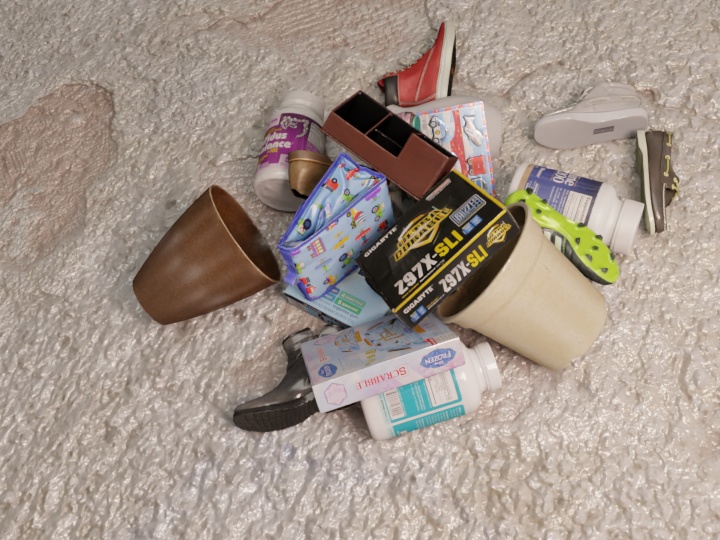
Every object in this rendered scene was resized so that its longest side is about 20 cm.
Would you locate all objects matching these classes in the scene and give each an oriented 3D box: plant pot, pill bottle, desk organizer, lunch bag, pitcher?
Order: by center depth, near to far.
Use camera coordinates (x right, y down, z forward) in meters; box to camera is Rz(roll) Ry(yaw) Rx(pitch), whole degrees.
[{"bbox_3d":[0.238,0.039,1.069,0.183,0.200,0.202,36,68,-10],"label":"plant pot"},{"bbox_3d":[0.098,0.164,1.082,0.198,0.111,0.112,-17,59,1],"label":"pill bottle"},{"bbox_3d":[0.044,-0.191,1.142,0.199,0.072,0.077,37,108,13],"label":"desk organizer"},{"bbox_3d":[-0.043,-0.049,1.155,0.094,0.151,0.200,31,70,26],"label":"lunch bag"},{"bbox_3d":[0.332,-0.092,1.182,0.198,0.111,0.112,19,65,20],"label":"pill bottle"},{"bbox_3d":[-0.263,-0.004,1.226,0.199,0.187,0.188,-35,59,7],"label":"plant pot"},{"bbox_3d":[0.138,-0.247,1.313,0.197,0.123,0.172,3,21,2],"label":"pitcher"},{"bbox_3d":[-0.120,-0.217,1.341,0.111,0.113,0.202,2,61,12],"label":"pill bottle"}]

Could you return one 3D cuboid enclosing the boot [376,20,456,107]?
[{"bbox_3d":[0.107,-0.388,1.422,0.142,0.073,0.202,5,65,16],"label":"boot"}]

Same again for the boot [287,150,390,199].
[{"bbox_3d":[-0.036,-0.146,1.275,0.198,0.073,0.077,6,81,-34],"label":"boot"}]

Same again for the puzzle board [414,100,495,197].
[{"bbox_3d":[0.141,-0.163,1.237,0.149,0.017,0.203,-9,103,5],"label":"puzzle board"}]

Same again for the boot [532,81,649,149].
[{"bbox_3d":[0.389,-0.273,1.306,0.197,0.074,0.096,-5,53,-1],"label":"boot"}]

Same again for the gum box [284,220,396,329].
[{"bbox_3d":[0.000,0.000,1.233,0.169,0.045,0.201,24,68,22],"label":"gum box"}]

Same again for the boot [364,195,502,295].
[{"bbox_3d":[0.111,-0.036,1.142,0.199,0.069,0.175,-7,45,46],"label":"boot"}]

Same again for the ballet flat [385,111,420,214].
[{"bbox_3d":[0.073,-0.150,1.210,0.070,0.069,0.203,-5,101,24],"label":"ballet flat"}]

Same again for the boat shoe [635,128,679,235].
[{"bbox_3d":[0.479,-0.146,1.207,0.060,0.072,0.203,-2,58,15],"label":"boat shoe"}]

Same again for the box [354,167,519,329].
[{"bbox_3d":[0.100,-0.034,1.040,0.200,0.049,0.160,-42,34,3],"label":"box"}]

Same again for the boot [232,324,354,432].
[{"bbox_3d":[-0.105,0.163,1.156,0.198,0.070,0.133,-13,55,-9],"label":"boot"}]

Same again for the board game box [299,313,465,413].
[{"bbox_3d":[0.022,0.114,1.039,0.197,0.200,0.042,-17,102,-5],"label":"board game box"}]

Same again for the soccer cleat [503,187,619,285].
[{"bbox_3d":[0.294,-0.043,1.127,0.199,0.081,0.068,39,55,8],"label":"soccer cleat"}]
